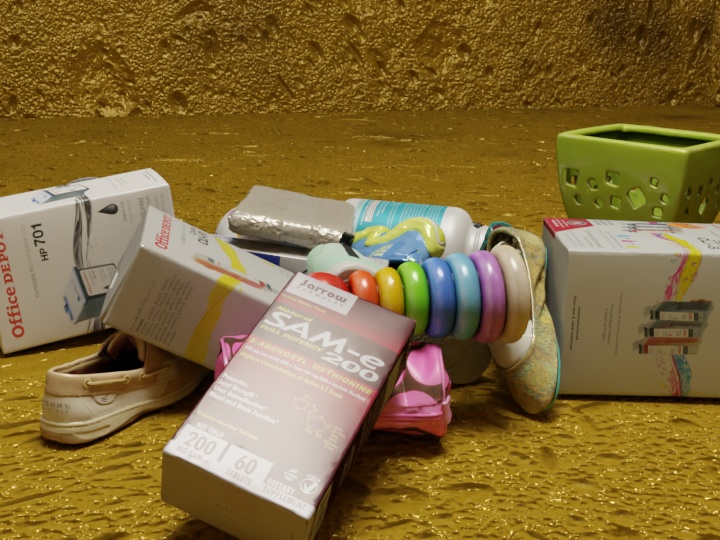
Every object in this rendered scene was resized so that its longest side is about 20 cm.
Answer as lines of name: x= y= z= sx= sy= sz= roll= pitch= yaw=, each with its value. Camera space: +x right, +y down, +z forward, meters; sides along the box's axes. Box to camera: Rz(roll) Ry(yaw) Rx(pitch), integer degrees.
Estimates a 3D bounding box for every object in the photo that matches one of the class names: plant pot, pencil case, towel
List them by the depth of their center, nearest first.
pencil case: x=-0.020 y=0.101 z=0.780 sx=0.199 sy=0.091 sz=0.094 roll=0 pitch=10 yaw=-11
towel: x=-0.072 y=-0.057 z=1.054 sx=0.132 sy=0.035 sz=0.200 roll=10 pitch=13 yaw=-1
plant pot: x=0.404 y=-0.104 z=1.342 sx=0.198 sy=0.183 sz=0.199 roll=15 pitch=21 yaw=40

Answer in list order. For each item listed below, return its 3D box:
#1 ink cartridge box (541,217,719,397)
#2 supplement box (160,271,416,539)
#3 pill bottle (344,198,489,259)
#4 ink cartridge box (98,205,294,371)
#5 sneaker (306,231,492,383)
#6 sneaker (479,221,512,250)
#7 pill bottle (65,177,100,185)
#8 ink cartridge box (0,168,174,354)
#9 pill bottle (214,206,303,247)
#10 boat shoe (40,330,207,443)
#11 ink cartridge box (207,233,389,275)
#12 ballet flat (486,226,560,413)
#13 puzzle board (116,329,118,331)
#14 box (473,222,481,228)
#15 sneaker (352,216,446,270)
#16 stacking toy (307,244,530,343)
ink cartridge box: x=0.284 y=0.033 z=0.929 sx=0.199 sy=0.146 sz=0.145 roll=2 pitch=15 yaw=1
supplement box: x=-0.045 y=0.097 z=0.677 sx=0.108 sy=0.061 sz=0.200 roll=22 pitch=42 yaw=10
pill bottle: x=0.070 y=-0.029 z=1.187 sx=0.199 sy=0.111 sz=0.111 roll=6 pitch=17 yaw=17
ink cartridge box: x=-0.128 y=0.031 z=0.879 sx=0.199 sy=0.084 sz=0.145 roll=25 pitch=12 yaw=-16
sneaker: x=0.037 y=0.032 z=0.914 sx=0.200 sy=0.074 sz=0.118 roll=32 pitch=7 yaw=-25
sneaker: x=0.133 y=0.004 z=1.059 sx=0.199 sy=0.121 sz=0.084 roll=8 pitch=17 yaw=25
pill bottle: x=-0.353 y=-0.058 z=1.240 sx=0.119 sy=0.120 sz=0.200 roll=-3 pitch=17 yaw=-15
ink cartridge box: x=-0.298 y=-0.013 z=1.000 sx=0.199 sy=0.147 sz=0.086 roll=-15 pitch=23 yaw=-24
pill bottle: x=-0.115 y=-0.012 z=1.128 sx=0.104 sy=0.105 sz=0.200 roll=-3 pitch=17 yaw=-14
boat shoe: x=-0.204 y=0.087 z=0.844 sx=0.073 sy=0.070 sz=0.200 roll=8 pitch=18 yaw=23
ink cartridge box: x=-0.074 y=0.024 z=0.996 sx=0.199 sy=0.095 sz=0.044 roll=9 pitch=18 yaw=5
ballet flat: x=0.144 y=0.040 z=0.890 sx=0.070 sy=0.071 sz=0.201 roll=2 pitch=53 yaw=3
puzzle board: x=-0.209 y=0.044 z=1.086 sx=0.150 sy=0.018 sz=0.200 roll=-5 pitch=18 yaw=-19
box: x=0.062 y=-0.038 z=1.339 sx=0.199 sy=0.045 sz=0.160 roll=6 pitch=17 yaw=15
sneaker: x=0.000 y=0.000 z=1.090 sx=0.199 sy=0.076 sz=0.105 roll=-23 pitch=19 yaw=31
stacking toy: x=0.039 y=0.026 z=0.804 sx=0.199 sy=0.086 sz=0.085 roll=-4 pitch=17 yaw=-10
